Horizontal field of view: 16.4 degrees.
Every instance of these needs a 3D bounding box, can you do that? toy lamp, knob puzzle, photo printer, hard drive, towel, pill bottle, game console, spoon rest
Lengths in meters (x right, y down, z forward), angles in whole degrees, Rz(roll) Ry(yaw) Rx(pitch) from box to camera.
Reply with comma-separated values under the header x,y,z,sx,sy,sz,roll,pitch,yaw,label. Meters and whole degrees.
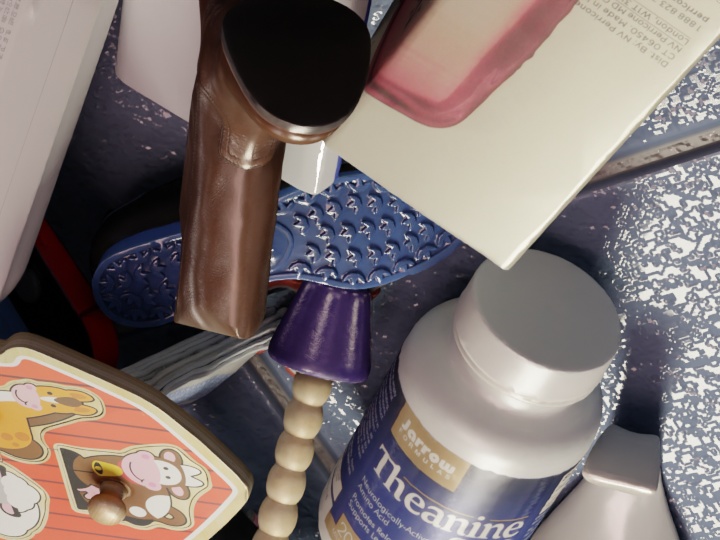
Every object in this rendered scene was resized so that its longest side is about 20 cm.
x,y,z,sx,sy,sz,roll,pitch,yaw,label
-0.037,0.100,1.328,0.058,0.058,0.200,18,100,5,toy lamp
-0.154,0.104,1.272,0.219,0.031,0.220,9,141,8,knob puzzle
-0.225,-0.078,1.228,0.166,0.069,0.200,18,95,-9,photo printer
-0.053,-0.147,1.192,0.132,0.025,0.200,32,135,21,hard drive
-0.137,0.086,1.361,0.200,0.147,0.024,-38,80,45,towel
0.060,0.085,1.313,0.111,0.111,0.200,26,132,-2,pill bottle
-0.220,0.017,1.352,0.177,0.031,0.200,55,138,3,game console
0.141,0.147,1.382,0.099,0.061,0.200,15,145,9,spoon rest

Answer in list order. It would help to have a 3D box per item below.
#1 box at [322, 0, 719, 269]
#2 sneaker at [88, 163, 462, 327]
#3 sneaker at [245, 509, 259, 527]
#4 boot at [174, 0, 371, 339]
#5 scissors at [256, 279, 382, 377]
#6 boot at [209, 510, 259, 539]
x,y,z,sx,sy,sz,roll,pitch,yaw,label
0.089,-0.122,1.119,0.109,0.128,0.200,34,131,-8,box
-0.044,-0.028,1.291,0.199,0.078,0.070,-11,121,1,sneaker
-0.151,0.144,1.479,0.200,0.070,0.082,19,115,0,sneaker
-0.049,-0.035,1.129,0.064,0.187,0.200,5,122,-11,boot
0.000,0.000,1.328,0.073,0.014,0.200,38,132,-10,scissors
-0.009,0.177,1.415,0.168,0.076,0.200,-22,112,1,boot
